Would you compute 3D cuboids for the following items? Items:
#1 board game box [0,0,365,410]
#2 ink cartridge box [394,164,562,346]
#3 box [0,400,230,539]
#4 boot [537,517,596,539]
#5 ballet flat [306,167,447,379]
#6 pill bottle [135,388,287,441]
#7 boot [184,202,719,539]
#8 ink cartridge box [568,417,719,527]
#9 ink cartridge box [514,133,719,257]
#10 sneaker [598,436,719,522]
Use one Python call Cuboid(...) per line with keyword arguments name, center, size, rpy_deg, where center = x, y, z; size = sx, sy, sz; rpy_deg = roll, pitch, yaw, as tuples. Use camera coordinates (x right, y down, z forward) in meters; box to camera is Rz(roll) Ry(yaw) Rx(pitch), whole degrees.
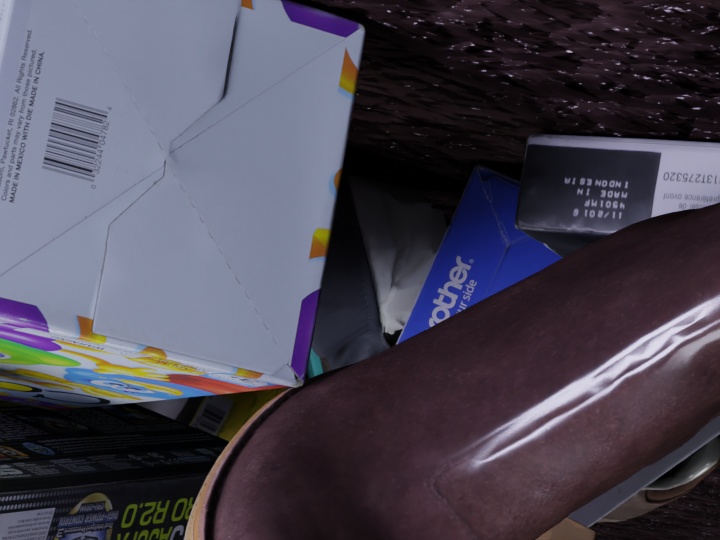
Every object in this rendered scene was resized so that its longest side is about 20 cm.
Cuboid(name="board game box", center=(-0.093, -0.021, 0.834), size=(0.103, 0.105, 0.200), rpy_deg=(15, 170, -25))
Cuboid(name="ink cartridge box", center=(0.051, 0.035, 1.003), size=(0.044, 0.094, 0.200), rpy_deg=(23, 172, 13))
Cuboid(name="box", center=(-0.139, 0.059, 0.926), size=(0.160, 0.044, 0.200), rpy_deg=(20, -173, 23))
Cuboid(name="boot", center=(0.104, 0.158, 1.025), size=(0.201, 0.071, 0.144), rpy_deg=(33, 155, 1))
Cuboid(name="ballet flat", center=(0.000, 0.000, 0.991), size=(0.073, 0.073, 0.200), rpy_deg=(9, 164, 10))
Cuboid(name="pill bottle", center=(-0.079, 0.044, 1.148), size=(0.114, 0.115, 0.200), rpy_deg=(7, 169, 22))
Cuboid(name="boot", center=(0.058, 0.024, 0.738), size=(0.200, 0.072, 0.166), rpy_deg=(-30, 176, -46))
Cuboid(name="ink cartridge box", center=(0.079, 0.075, 1.187), size=(0.200, 0.039, 0.099), rpy_deg=(-29, -163, -37))
Cuboid(name="ink cartridge box", center=(0.131, 0.000, 0.918), size=(0.094, 0.037, 0.200), rpy_deg=(4, 170, 28))
Cuboid(name="sneaker", center=(0.081, 0.066, 1.291), size=(0.200, 0.071, 0.075), rpy_deg=(15, 152, -43))
